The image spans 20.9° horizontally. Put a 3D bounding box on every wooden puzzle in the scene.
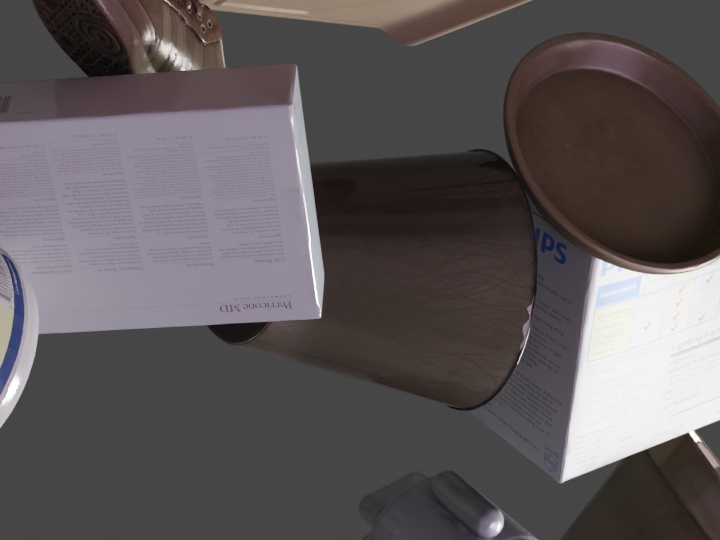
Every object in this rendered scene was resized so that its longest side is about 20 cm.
[{"bbox_3d":[0.013,-0.187,1.177,0.199,0.184,0.038,6,75,-42],"label":"wooden puzzle"}]

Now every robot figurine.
[{"bbox_3d":[0.080,0.231,1.464,0.112,0.200,0.171,-26,130,-27],"label":"robot figurine"}]

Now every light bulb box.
[{"bbox_3d":[0.198,0.024,1.495,0.197,0.125,0.202,-16,125,-33],"label":"light bulb box"}]

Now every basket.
[{"bbox_3d":[0.000,0.000,1.297,0.199,0.135,0.182,5,88,-38],"label":"basket"}]

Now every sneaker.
[{"bbox_3d":[-0.127,-0.142,1.153,0.076,0.070,0.200,-58,146,-20],"label":"sneaker"}]

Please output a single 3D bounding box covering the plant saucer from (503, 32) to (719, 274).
[{"bbox_3d":[0.187,-0.081,1.391,0.199,0.201,0.029,-17,160,-33],"label":"plant saucer"}]

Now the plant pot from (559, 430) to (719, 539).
[{"bbox_3d":[0.256,0.243,1.663,0.173,0.201,0.200,-37,138,7],"label":"plant pot"}]

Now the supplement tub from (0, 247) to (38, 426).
[{"bbox_3d":[-0.285,0.015,1.039,0.145,0.145,0.200,-54,138,0],"label":"supplement tub"}]

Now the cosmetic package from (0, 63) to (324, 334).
[{"bbox_3d":[-0.127,-0.039,1.137,0.198,0.052,0.152,-3,125,5],"label":"cosmetic package"}]
